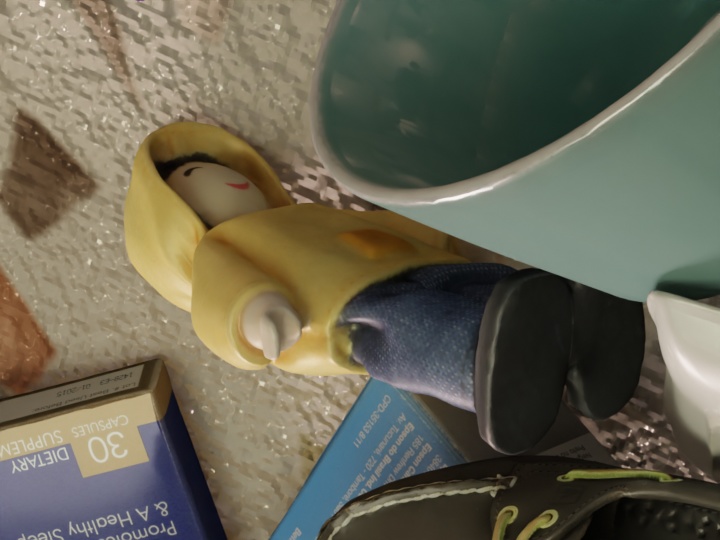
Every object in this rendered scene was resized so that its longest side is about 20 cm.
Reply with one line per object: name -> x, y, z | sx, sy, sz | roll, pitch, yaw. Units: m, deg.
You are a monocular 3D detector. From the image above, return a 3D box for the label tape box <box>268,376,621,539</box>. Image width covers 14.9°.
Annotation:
label tape box -> 0.056, 0.140, 0.916 | 0.200, 0.066, 0.143 | 48, 130, 20

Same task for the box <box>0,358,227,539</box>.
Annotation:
box -> -0.100, 0.139, 1.027 | 0.121, 0.032, 0.200 | -15, 114, 9

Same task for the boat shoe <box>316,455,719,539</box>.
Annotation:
boat shoe -> 0.073, 0.090, 0.819 | 0.201, 0.061, 0.072 | 2, 80, 21

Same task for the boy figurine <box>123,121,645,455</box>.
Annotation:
boy figurine -> 0.000, 0.000, 0.881 | 0.200, 0.124, 0.064 | 22, 120, 44

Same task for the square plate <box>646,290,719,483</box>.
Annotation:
square plate -> 0.178, 0.064, 0.802 | 0.198, 0.200, 0.028 | 17, 80, 11

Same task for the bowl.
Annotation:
bowl -> 0.093, -0.069, 0.764 | 0.201, 0.201, 0.105 | -29, 123, 33
